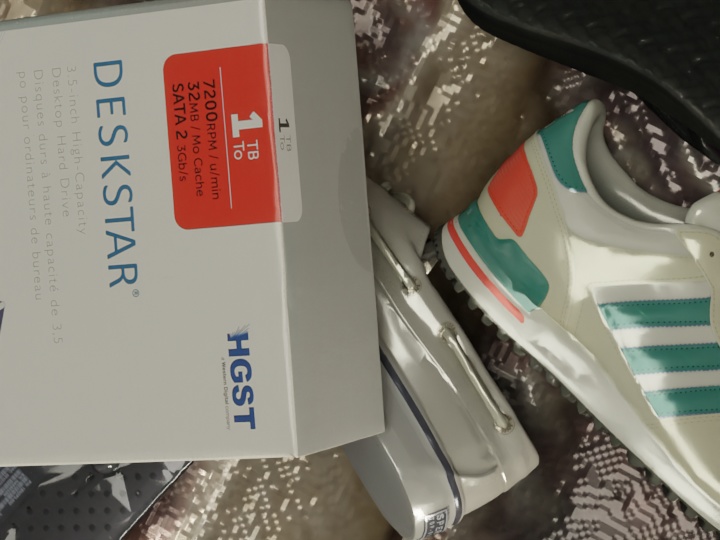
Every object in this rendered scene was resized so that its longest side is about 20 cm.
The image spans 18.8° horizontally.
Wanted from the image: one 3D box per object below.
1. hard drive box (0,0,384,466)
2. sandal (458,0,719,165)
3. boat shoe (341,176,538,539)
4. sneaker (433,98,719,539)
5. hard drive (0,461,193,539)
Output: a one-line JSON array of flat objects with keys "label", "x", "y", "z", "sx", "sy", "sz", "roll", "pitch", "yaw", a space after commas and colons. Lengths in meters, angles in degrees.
[{"label": "hard drive box", "x": -0.100, "y": -0.011, "z": 0.771, "sx": 0.199, "sy": 0.077, "sz": 0.157, "roll": -5, "pitch": 91, "yaw": 24}, {"label": "sandal", "x": 0.125, "y": -0.078, "z": 0.787, "sx": 0.200, "sy": 0.048, "sz": 0.075, "roll": 33, "pitch": 77, "yaw": 24}, {"label": "boat shoe", "x": 0.000, "y": 0.000, "z": 0.814, "sx": 0.066, "sy": 0.072, "sz": 0.200, "roll": -25, "pitch": 72, "yaw": -16}, {"label": "sneaker", "x": 0.124, "y": 0.022, "z": 0.780, "sx": 0.200, "sy": 0.070, "sz": 0.093, "roll": 42, "pitch": 107, "yaw": 11}, {"label": "hard drive", "x": -0.167, "y": 0.044, "z": 0.867, "sx": 0.200, "sy": 0.042, "sz": 0.135, "roll": 44, "pitch": 101, "yaw": 8}]
